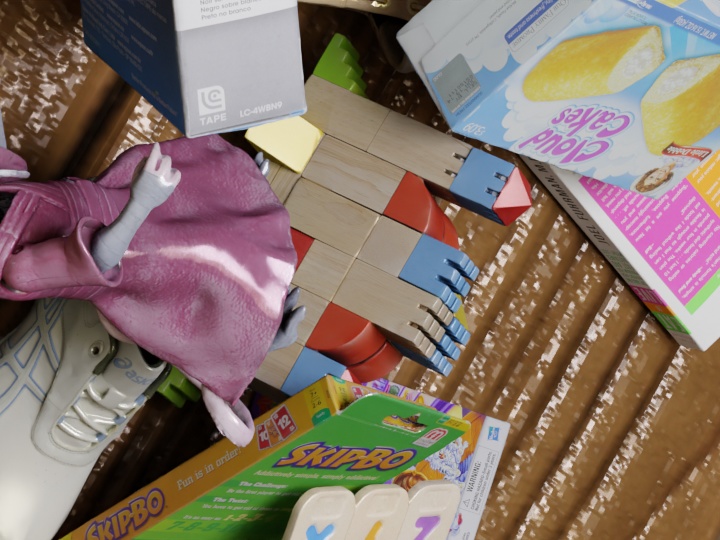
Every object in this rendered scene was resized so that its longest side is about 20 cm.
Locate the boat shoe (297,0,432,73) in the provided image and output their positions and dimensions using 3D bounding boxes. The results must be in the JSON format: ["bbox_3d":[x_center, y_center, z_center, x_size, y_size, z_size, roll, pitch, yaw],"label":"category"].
[{"bbox_3d":[0.029,-0.136,1.545,0.200,0.074,0.069,19,89,-24],"label":"boat shoe"}]

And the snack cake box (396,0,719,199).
[{"bbox_3d":[0.125,-0.109,1.500,0.115,0.067,0.200,-42,150,23],"label":"snack cake box"}]

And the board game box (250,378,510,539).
[{"bbox_3d":[-0.014,0.154,1.568,0.134,0.045,0.201,20,86,-33],"label":"board game box"}]

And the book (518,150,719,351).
[{"bbox_3d":[0.169,-0.070,1.657,0.134,0.048,0.200,-49,118,-15],"label":"book"}]

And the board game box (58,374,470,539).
[{"bbox_3d":[-0.049,0.106,1.454,0.095,0.200,0.030,20,47,-54],"label":"board game box"}]

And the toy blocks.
[{"bbox_3d":[0.000,0.000,1.482,0.200,0.137,0.100,-59,153,-9],"label":"toy blocks"}]

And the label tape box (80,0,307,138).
[{"bbox_3d":[-0.084,-0.178,1.351,0.066,0.143,0.201,-12,116,-21],"label":"label tape box"}]

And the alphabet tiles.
[{"bbox_3d":[-0.021,0.192,1.489,0.200,0.015,0.196,0,114,-49],"label":"alphabet tiles"}]

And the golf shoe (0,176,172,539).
[{"bbox_3d":[-0.137,0.053,1.444,0.078,0.097,0.200,21,87,-35],"label":"golf shoe"}]

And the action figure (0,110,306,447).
[{"bbox_3d":[-0.130,-0.013,1.345,0.200,0.134,0.149,3,117,-34],"label":"action figure"}]
